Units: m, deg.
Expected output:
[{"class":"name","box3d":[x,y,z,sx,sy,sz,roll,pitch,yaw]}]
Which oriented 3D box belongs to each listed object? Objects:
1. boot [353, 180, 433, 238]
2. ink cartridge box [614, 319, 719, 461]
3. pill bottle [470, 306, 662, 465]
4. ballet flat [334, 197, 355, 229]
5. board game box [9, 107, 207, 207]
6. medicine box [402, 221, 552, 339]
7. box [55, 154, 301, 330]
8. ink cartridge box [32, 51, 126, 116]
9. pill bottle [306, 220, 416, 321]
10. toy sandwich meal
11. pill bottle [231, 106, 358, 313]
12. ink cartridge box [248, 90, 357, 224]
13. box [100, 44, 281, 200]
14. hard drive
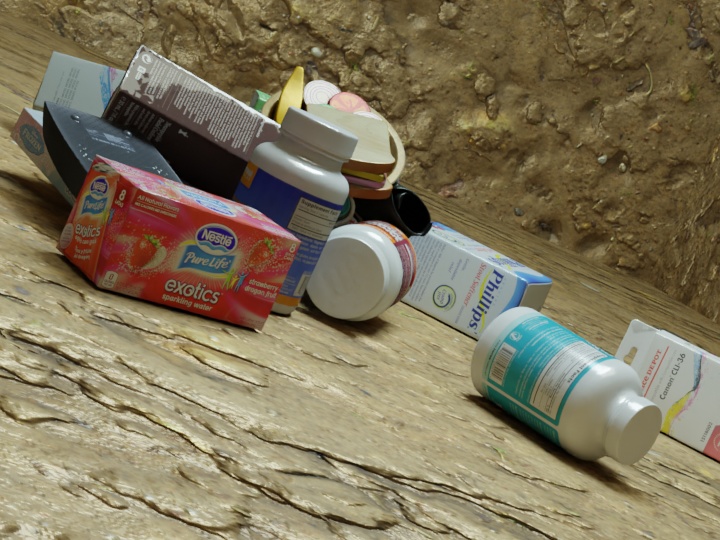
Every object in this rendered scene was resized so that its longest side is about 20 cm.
[{"class":"boot","box3d":[0.005,-0.115,1.827,0.200,0.078,0.138,41,-12,-12]},{"class":"ink cartridge box","box3d":[0.420,0.156,1.946,0.199,0.117,0.067,26,8,17]},{"class":"pill bottle","box3d":[0.218,0.126,1.556,0.110,0.111,0.200,16,13,-48]},{"class":"ballet flat","box3d":[-0.103,-0.052,1.758,0.199,0.070,0.069,-10,12,-3]},{"class":"board game box","box3d":[-0.255,-0.095,1.637,0.198,0.044,0.200,11,28,-51]},{"class":"medicine box","box3d":[0.145,0.017,2.063,0.199,0.103,0.182,26,8,16]},{"class":"box","box3d":[-0.169,-0.024,1.393,0.199,0.100,0.095,19,10,-42]},{"class":"ink cartridge box","box3d":[-0.310,-0.204,1.948,0.199,0.083,0.146,17,-10,6]},{"class":"pill bottle","box3d":[0.000,0.000,1.709,0.109,0.110,0.200,26,8,7]},{"class":"toy sandwich meal","box3d":[-0.027,-0.165,1.754,0.204,0.070,0.206,14,43,-13]},{"class":"pill bottle","box3d":[-0.080,-0.066,1.567,0.111,0.201,0.112,24,8,-3]},{"class":"ink cartridge box","box3d":[-0.073,-0.126,1.936,0.199,0.146,0.084,23,9,-12]},{"class":"box","box3d":[-0.183,-0.153,1.650,0.199,0.075,0.100,27,-32,-13]},{"class":"hard drive","box3d":[-0.246,-0.096,1.515,0.134,0.042,0.200,15,25,-41]}]
